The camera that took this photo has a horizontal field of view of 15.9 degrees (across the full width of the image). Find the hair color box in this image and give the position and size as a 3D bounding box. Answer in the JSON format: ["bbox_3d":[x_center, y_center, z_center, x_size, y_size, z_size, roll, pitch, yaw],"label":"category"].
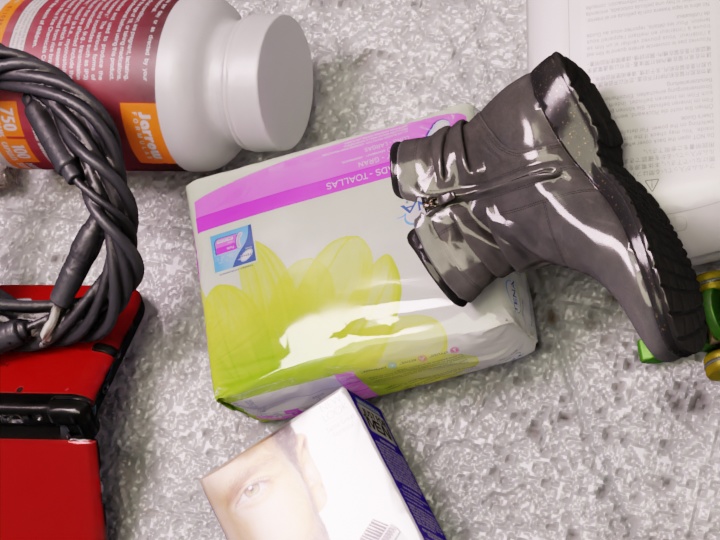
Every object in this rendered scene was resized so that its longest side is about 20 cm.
[{"bbox_3d":[-0.001,0.183,1.502,0.109,0.065,0.200,-33,63,10],"label":"hair color box"}]

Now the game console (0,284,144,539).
[{"bbox_3d":[-0.236,0.106,1.646,0.200,0.119,0.173,0,42,21],"label":"game console"}]

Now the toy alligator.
[{"bbox_3d":[0.248,0.017,1.458,0.200,0.054,0.059,-15,69,17],"label":"toy alligator"}]

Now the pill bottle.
[{"bbox_3d":[-0.138,-0.119,1.624,0.200,0.113,0.113,1,74,23],"label":"pill bottle"}]

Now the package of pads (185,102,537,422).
[{"bbox_3d":[0.000,0.000,1.556,0.200,0.068,0.155,-16,68,17],"label":"package of pads"}]

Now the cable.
[{"bbox_3d":[-0.214,-0.048,1.578,0.163,0.051,0.200,-9,95,29],"label":"cable"}]

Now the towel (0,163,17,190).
[{"bbox_3d":[-0.284,-0.144,1.736,0.132,0.034,0.200,-5,72,21],"label":"towel"}]

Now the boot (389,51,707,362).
[{"bbox_3d":[0.105,-0.012,1.457,0.132,0.070,0.200,-32,64,19],"label":"boot"}]

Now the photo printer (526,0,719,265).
[{"bbox_3d":[0.179,-0.099,1.515,0.166,0.069,0.200,-7,72,20],"label":"photo printer"}]
